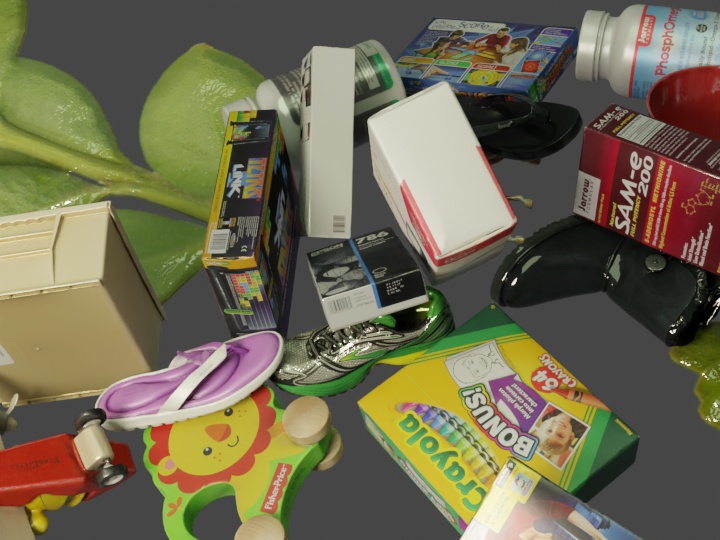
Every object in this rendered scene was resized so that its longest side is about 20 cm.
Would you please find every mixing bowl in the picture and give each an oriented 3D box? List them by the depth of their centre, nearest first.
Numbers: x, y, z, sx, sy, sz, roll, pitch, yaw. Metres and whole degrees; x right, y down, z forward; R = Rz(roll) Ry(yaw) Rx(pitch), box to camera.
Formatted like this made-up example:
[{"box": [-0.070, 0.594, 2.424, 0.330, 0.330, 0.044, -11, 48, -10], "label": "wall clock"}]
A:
[{"box": [0.393, -0.121, 1.108, 0.200, 0.108, 0.200, 1, 41, -1], "label": "mixing bowl"}]

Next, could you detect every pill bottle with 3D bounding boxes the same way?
[{"box": [0.358, -0.251, 1.223, 0.200, 0.109, 0.109, 10, 55, 16], "label": "pill bottle"}, {"box": [-0.053, -0.185, 1.232, 0.200, 0.113, 0.113, -23, 53, -10], "label": "pill bottle"}]

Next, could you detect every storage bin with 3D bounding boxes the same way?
[{"box": [-0.317, 0.042, 1.046, 0.198, 0.200, 0.094, -8, 55, 3], "label": "storage bin"}]

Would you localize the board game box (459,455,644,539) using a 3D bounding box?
[{"box": [0.158, 0.285, 0.838, 0.200, 0.062, 0.200, 31, 93, 19], "label": "board game box"}]

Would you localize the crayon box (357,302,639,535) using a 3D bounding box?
[{"box": [0.126, 0.151, 0.985, 0.172, 0.058, 0.200, -34, 56, -17], "label": "crayon box"}]

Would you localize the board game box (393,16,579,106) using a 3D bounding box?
[{"box": [0.145, -0.252, 1.268, 0.200, 0.034, 0.135, 14, 51, 34], "label": "board game box"}]

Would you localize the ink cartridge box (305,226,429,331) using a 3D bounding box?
[{"box": [0.000, 0.000, 1.065, 0.099, 0.039, 0.200, -18, 17, -4], "label": "ink cartridge box"}]

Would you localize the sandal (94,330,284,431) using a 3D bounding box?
[{"box": [-0.171, 0.105, 1.026, 0.202, 0.050, 0.083, -22, 41, 4], "label": "sandal"}]

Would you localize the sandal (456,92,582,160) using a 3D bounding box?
[{"box": [0.145, -0.168, 1.165, 0.200, 0.043, 0.076, 10, 59, 27], "label": "sandal"}]

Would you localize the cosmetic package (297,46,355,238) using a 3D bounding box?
[{"box": [-0.039, -0.135, 1.138, 0.051, 0.083, 0.200, 1, 91, -9], "label": "cosmetic package"}]

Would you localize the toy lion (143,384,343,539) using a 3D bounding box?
[{"box": [-0.126, 0.187, 1.000, 0.191, 0.069, 0.200, 5, 53, 21], "label": "toy lion"}]

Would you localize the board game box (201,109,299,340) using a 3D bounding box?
[{"box": [-0.107, -0.040, 1.097, 0.057, 0.165, 0.200, -2, 53, 9], "label": "board game box"}]

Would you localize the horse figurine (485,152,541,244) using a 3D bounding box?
[{"box": [0.133, -0.106, 1.186, 0.132, 0.050, 0.200, 11, 56, 10], "label": "horse figurine"}]

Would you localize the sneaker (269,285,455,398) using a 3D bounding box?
[{"box": [-0.004, 0.062, 1.056, 0.200, 0.085, 0.078, -20, 53, -6], "label": "sneaker"}]

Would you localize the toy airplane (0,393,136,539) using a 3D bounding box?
[{"box": [-0.328, 0.204, 0.963, 0.199, 0.141, 0.200, 30, 42, -9], "label": "toy airplane"}]

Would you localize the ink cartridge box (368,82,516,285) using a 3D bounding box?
[{"box": [0.076, -0.075, 1.017, 0.086, 0.200, 0.148, -26, 81, -3], "label": "ink cartridge box"}]

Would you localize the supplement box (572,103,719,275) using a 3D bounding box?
[{"box": [0.311, -0.074, 1.017, 0.200, 0.109, 0.061, 27, 47, 30], "label": "supplement box"}]

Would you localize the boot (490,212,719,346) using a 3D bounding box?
[{"box": [0.255, 0.016, 1.056, 0.200, 0.076, 0.168, -28, 50, -20], "label": "boot"}]
